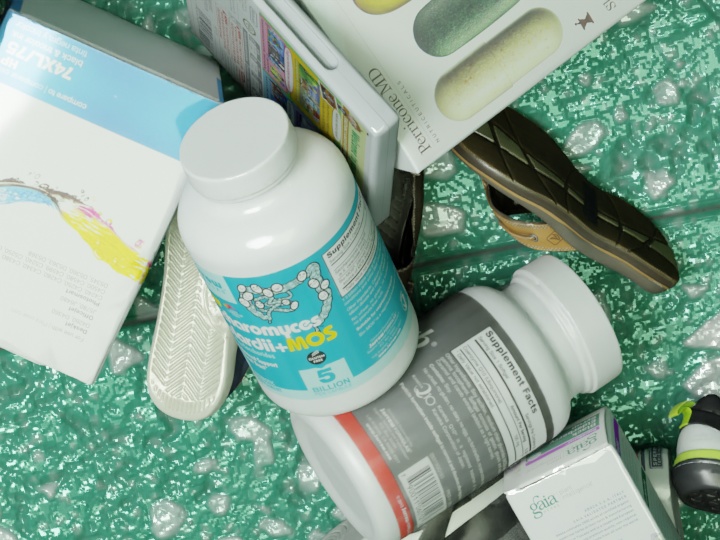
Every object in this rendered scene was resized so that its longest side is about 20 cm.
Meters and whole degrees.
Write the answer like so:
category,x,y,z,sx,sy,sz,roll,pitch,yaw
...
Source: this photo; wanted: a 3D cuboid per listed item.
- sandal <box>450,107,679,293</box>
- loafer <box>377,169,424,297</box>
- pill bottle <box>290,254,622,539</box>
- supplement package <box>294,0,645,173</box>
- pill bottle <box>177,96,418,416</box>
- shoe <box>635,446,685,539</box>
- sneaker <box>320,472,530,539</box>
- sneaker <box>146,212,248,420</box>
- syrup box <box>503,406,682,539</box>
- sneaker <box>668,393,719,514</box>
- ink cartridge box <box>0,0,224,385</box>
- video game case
category,x,y,z,sx,sy,sz,roll,pitch,yaw
sandal,0.125,-0.042,1.660,0.200,0.082,0.055,34,122,-19
loafer,0.000,0.000,1.652,0.073,0.071,0.201,6,104,-6
pill bottle,0.064,0.081,1.626,0.200,0.116,0.116,-32,106,-14
supplement package,0.052,-0.182,1.546,0.200,0.151,0.152,-37,105,-8
pill bottle,-0.043,-0.011,1.525,0.111,0.111,0.200,-24,132,2
shoe,0.182,0.219,1.730,0.091,0.071,0.201,-7,110,11
sneaker,0.043,0.204,1.709,0.200,0.073,0.112,-43,102,6
sneaker,-0.091,-0.003,1.640,0.075,0.085,0.200,20,98,8
syrup box,0.175,0.199,1.645,0.079,0.081,0.200,-28,100,11
sneaker,0.300,0.131,1.709,0.200,0.072,0.083,18,63,-27
ink cartridge box,-0.193,-0.059,1.584,0.146,0.147,0.200,23,102,-10
video game case,-0.044,-0.122,1.525,0.022,0.200,0.182,-39,79,-11
